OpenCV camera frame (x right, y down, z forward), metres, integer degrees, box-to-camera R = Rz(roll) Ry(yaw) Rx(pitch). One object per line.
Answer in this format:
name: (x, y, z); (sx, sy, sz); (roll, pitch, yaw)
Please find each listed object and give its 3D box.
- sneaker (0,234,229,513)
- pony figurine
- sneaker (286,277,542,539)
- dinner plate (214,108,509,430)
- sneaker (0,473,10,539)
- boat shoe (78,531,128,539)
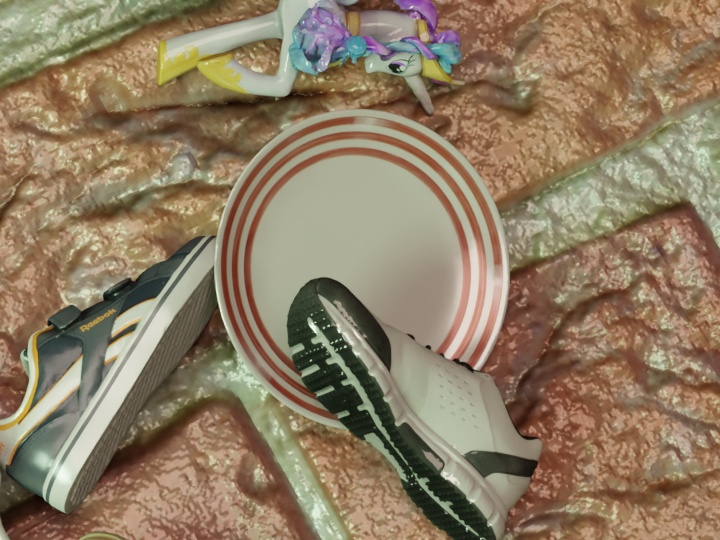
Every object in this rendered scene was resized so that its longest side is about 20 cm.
sneaker: (-0.156, 0.046, 1.615); (0.079, 0.079, 0.200); (29, 66, 13)
pony figurine: (-0.025, -0.197, 1.683); (0.199, 0.167, 0.194); (1, 105, -10)
sneaker: (0.033, 0.075, 1.617); (0.200, 0.074, 0.080); (50, 61, -18)
dinner plate: (0.000, 0.000, 1.652); (0.199, 0.024, 0.202); (2, 84, -23)
sneaker: (-0.253, 0.130, 1.585); (0.071, 0.073, 0.201); (-31, 88, -15)
boat shoe: (-0.168, 0.251, 1.530); (0.071, 0.064, 0.201); (9, 85, 18)
